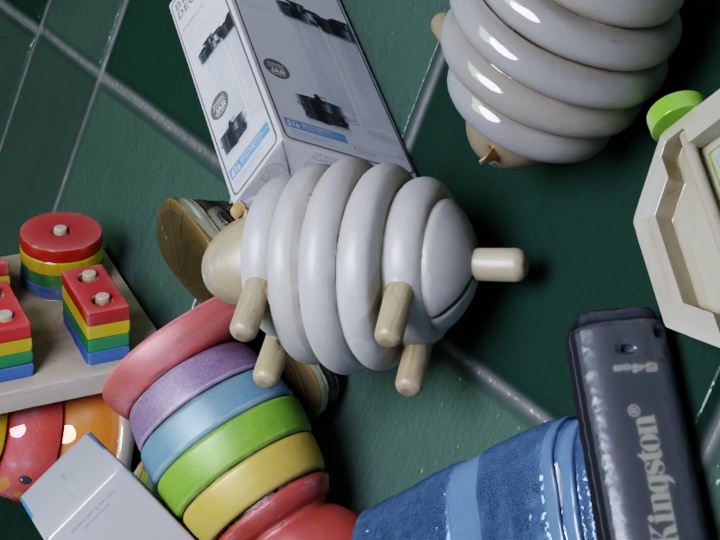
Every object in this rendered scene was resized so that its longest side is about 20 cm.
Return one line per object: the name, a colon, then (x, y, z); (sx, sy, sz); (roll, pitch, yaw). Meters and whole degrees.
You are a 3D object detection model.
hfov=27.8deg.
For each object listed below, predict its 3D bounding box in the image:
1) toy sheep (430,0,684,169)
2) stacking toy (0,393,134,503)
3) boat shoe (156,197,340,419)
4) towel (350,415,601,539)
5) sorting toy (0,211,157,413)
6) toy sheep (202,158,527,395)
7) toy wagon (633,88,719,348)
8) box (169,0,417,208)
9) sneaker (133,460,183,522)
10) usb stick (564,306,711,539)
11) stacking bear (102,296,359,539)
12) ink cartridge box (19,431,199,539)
toy sheep: (0.106, -0.135, 0.768); (0.138, 0.137, 0.201); (-114, 33, -40)
stacking toy: (-0.292, 0.129, 1.161); (0.146, 0.199, 0.148); (-23, 62, 54)
boat shoe: (-0.068, 0.016, 1.008); (0.200, 0.064, 0.073); (51, 141, 26)
towel: (0.065, 0.157, 0.799); (0.200, 0.048, 0.113); (-34, 53, 44)
sorting toy: (-0.276, 0.024, 1.167); (0.199, 0.198, 0.070); (47, 140, 49)
toy sheep: (0.000, 0.000, 0.853); (0.198, 0.138, 0.139); (4, 81, 17)
toy wagon: (0.211, -0.045, 0.672); (0.200, 0.039, 0.156); (-40, 50, 39)
box: (-0.049, -0.123, 0.986); (0.060, 0.116, 0.201); (-50, 43, 32)
sneaker: (-0.134, 0.145, 1.054); (0.090, 0.078, 0.202); (30, 101, 63)
usb stick: (0.140, 0.113, 0.710); (0.033, 0.055, 0.202); (76, -173, -64)
stacking bear: (-0.066, 0.130, 0.913); (0.201, 0.113, 0.122); (55, 144, 15)
ink cartridge box: (-0.125, 0.206, 0.953); (0.068, 0.200, 0.115); (-44, 18, -12)
